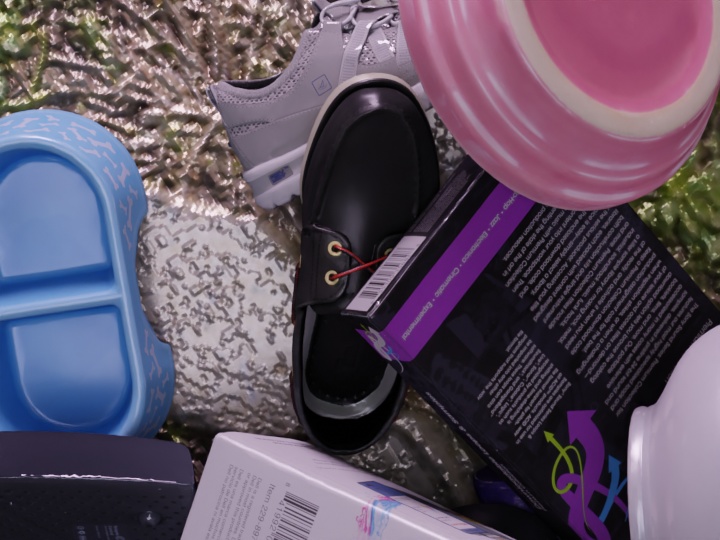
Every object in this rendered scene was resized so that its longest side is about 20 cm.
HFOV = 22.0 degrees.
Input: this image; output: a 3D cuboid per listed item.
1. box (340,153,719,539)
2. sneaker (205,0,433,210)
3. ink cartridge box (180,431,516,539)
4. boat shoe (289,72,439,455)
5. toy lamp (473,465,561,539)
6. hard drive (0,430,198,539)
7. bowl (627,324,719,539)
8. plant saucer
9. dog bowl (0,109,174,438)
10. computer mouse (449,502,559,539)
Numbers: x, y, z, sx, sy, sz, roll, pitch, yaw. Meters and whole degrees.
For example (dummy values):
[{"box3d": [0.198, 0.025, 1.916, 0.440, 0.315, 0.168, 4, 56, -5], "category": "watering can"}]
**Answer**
[{"box3d": [0.102, 0.035, 0.936, 0.200, 0.036, 0.143, 46, 72, -20], "category": "box"}, {"box3d": [0.009, -0.116, 0.948, 0.199, 0.075, 0.082, -35, 97, 7], "category": "sneaker"}, {"box3d": [0.004, 0.182, 0.901, 0.199, 0.087, 0.146, 20, 92, 33], "category": "ink cartridge box"}, {"box3d": [0.003, 0.000, 0.937, 0.073, 0.063, 0.203, 4, 120, -8], "category": "boat shoe"}, {"box3d": [0.076, 0.054, 0.982, 0.058, 0.058, 0.202, -12, 96, 3], "category": "toy lamp"}, {"box3d": [-0.177, 0.137, 0.974, 0.198, 0.043, 0.135, -1, 137, 3], "category": "hard drive"}, {"box3d": [0.179, 0.111, 0.888, 0.090, 0.201, 0.203, -3, 98, 15], "category": "bowl"}, {"box3d": [0.110, -0.132, 0.899, 0.199, 0.051, 0.202, 8, 76, -33], "category": "plant saucer"}, {"box3d": [-0.164, 0.016, 0.985, 0.110, 0.050, 0.202, -8, 99, 3], "category": "dog bowl"}, {"box3d": [0.035, 0.209, 0.979, 0.138, 0.053, 0.200, 35, 113, -6], "category": "computer mouse"}]
